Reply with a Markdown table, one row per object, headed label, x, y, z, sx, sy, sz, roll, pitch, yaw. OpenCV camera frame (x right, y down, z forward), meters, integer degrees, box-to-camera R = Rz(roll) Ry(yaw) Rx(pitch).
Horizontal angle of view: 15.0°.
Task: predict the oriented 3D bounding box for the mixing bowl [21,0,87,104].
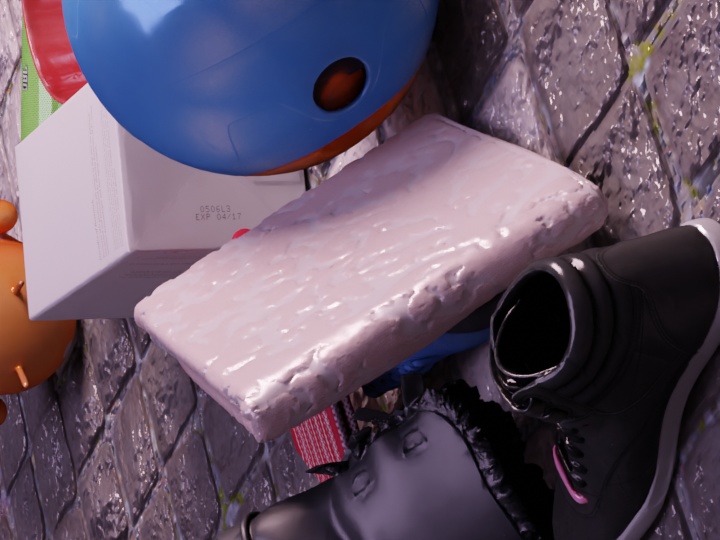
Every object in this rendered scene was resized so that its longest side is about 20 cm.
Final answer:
| label | x | y | z | sx | sy | sz | roll | pitch | yaw |
| --- | --- | --- | --- | --- | --- | --- | --- | --- | --- |
| mixing bowl | -0.136 | -0.203 | 1.728 | 0.200 | 0.108 | 0.201 | 179 | 90 | -65 |

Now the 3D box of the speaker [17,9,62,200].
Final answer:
| label | x | y | z | sx | sy | sz | roll | pitch | yaw |
| --- | --- | --- | --- | --- | --- | --- | --- | --- | --- |
| speaker | -0.194 | -0.132 | 1.888 | 0.088 | 0.088 | 0.201 | -167 | 77 | -65 |

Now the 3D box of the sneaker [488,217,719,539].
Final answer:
| label | x | y | z | sx | sy | sz | roll | pitch | yaw |
| --- | --- | --- | --- | --- | --- | --- | --- | --- | --- |
| sneaker | 0.095 | 0.060 | 1.244 | 0.071 | 0.099 | 0.201 | -119 | 35 | -42 |

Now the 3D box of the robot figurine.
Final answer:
| label | x | y | z | sx | sy | sz | roll | pitch | yaw |
| --- | --- | --- | --- | --- | --- | --- | --- | --- | --- |
| robot figurine | -0.282 | 0.030 | 2.054 | 0.144 | 0.117 | 0.200 | -51 | 25 | -8 |

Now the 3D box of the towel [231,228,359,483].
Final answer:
| label | x | y | z | sx | sy | sz | roll | pitch | yaw |
| --- | --- | --- | --- | --- | --- | --- | --- | --- | --- |
| towel | -0.026 | 0.061 | 1.506 | 0.200 | 0.022 | 0.145 | -136 | 27 | -71 |

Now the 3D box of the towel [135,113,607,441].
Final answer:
| label | x | y | z | sx | sy | sz | roll | pitch | yaw |
| --- | --- | --- | --- | --- | --- | --- | --- | --- | --- |
| towel | 0.000 | 0.000 | 1.345 | 0.032 | 0.200 | 0.191 | 61 | 167 | -23 |

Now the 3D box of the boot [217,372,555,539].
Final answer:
| label | x | y | z | sx | sy | sz | roll | pitch | yaw |
| --- | --- | --- | --- | --- | --- | --- | --- | --- | --- |
| boot | 0.033 | 0.164 | 1.366 | 0.162 | 0.073 | 0.199 | -34 | 77 | 20 |

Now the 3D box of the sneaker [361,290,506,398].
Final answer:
| label | x | y | z | sx | sy | sz | roll | pitch | yaw |
| --- | --- | --- | --- | --- | --- | --- | --- | --- | --- |
| sneaker | 0.029 | 0.031 | 1.440 | 0.200 | 0.066 | 0.079 | -165 | 64 | -66 |

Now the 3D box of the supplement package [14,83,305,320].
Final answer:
| label | x | y | z | sx | sy | sz | roll | pitch | yaw |
| --- | --- | --- | --- | --- | --- | --- | --- | --- | --- |
| supplement package | -0.127 | -0.047 | 1.701 | 0.200 | 0.121 | 0.120 | 152 | 114 | -62 |

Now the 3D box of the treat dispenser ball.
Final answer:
| label | x | y | z | sx | sy | sz | roll | pitch | yaw |
| --- | --- | --- | --- | --- | --- | --- | --- | --- | --- |
| treat dispenser ball | -0.058 | -0.150 | 1.447 | 0.201 | 0.200 | 0.202 | 179 | 90 | -65 |
